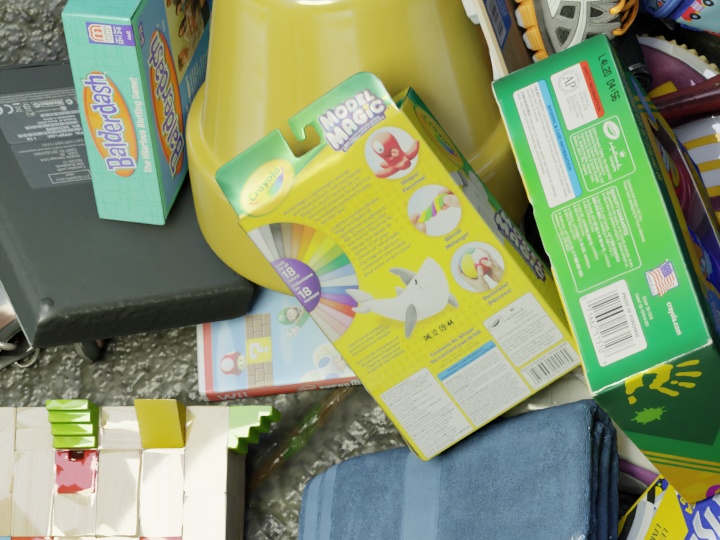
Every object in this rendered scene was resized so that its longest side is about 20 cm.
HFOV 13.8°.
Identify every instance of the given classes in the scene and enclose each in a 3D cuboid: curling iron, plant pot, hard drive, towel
[{"bbox_3d":[0.213,-0.107,1.697,0.200,0.050,0.026,-8,59,-11],"label":"curling iron"},{"bbox_3d":[-0.006,-0.115,1.702,0.201,0.189,0.201,-4,41,4],"label":"plant pot"},{"bbox_3d":[-0.164,-0.045,1.773,0.140,0.033,0.200,-8,50,-28],"label":"hard drive"},{"bbox_3d":[0.054,0.141,1.658,0.200,0.049,0.112,-18,50,32],"label":"towel"}]

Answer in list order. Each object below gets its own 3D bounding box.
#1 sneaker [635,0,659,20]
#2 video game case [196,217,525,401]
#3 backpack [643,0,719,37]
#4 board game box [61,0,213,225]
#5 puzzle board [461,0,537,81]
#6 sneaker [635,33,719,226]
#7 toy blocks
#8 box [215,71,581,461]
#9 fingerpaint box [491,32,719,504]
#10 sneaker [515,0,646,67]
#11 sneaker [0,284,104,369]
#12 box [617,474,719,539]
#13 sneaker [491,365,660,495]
[{"bbox_3d":[0.122,-0.223,1.822,0.200,0.078,0.066,37,76,21],"label":"sneaker"},{"bbox_3d":[0.000,0.000,1.782,0.200,0.017,0.143,-7,67,8],"label":"video game case"},{"bbox_3d":[0.208,-0.223,1.711,0.200,0.183,0.135,22,64,-16],"label":"backpack"},{"bbox_3d":[-0.116,-0.149,1.755,0.045,0.152,0.200,6,42,13],"label":"board game box"},{"bbox_3d":[0.087,-0.137,1.697,0.017,0.200,0.151,-15,24,17],"label":"puzzle board"},{"bbox_3d":[0.199,-0.057,1.736,0.200,0.075,0.090,39,74,24],"label":"sneaker"},{"bbox_3d":[-0.146,0.149,1.715,0.200,0.100,0.137,-1,78,10],"label":"toy blocks"},{"bbox_3d":[0.022,-0.007,1.623,0.117,0.048,0.200,-33,104,19],"label":"box"},{"bbox_3d":[0.155,0.000,1.598,0.073,0.167,0.200,-24,58,13],"label":"fingerpaint box"},{"bbox_3d":[0.125,-0.175,1.674,0.077,0.200,0.078,-9,38,26],"label":"sneaker"},{"bbox_3d":[-0.244,0.024,1.790,0.200,0.077,0.082,1,74,12],"label":"sneaker"},{"bbox_3d":[0.181,0.155,1.652,0.064,0.070,0.200,38,79,25],"label":"box"},{"bbox_3d":[0.103,0.051,1.709,0.200,0.075,0.100,25,74,6],"label":"sneaker"}]
